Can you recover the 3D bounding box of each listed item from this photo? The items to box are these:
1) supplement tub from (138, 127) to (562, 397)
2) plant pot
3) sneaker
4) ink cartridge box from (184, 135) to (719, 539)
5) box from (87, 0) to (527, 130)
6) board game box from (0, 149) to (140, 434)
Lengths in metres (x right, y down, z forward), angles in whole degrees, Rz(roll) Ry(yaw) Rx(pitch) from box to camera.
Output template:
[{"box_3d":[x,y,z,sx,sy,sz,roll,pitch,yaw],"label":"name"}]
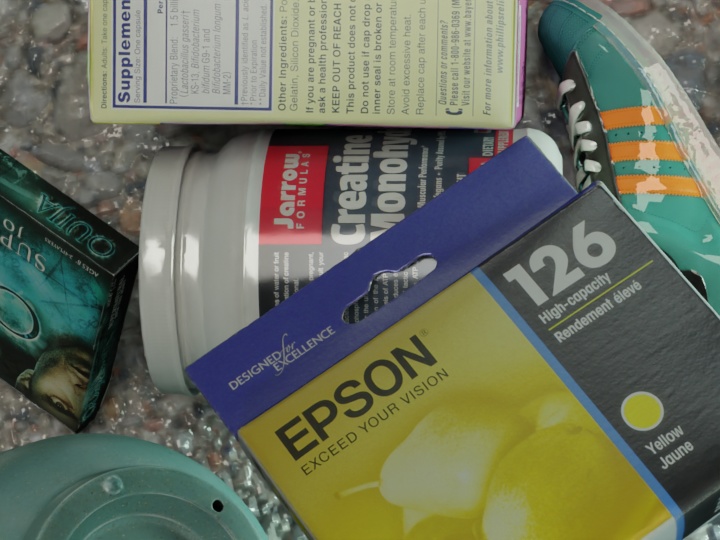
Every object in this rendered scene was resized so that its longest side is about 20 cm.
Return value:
[{"box_3d":[0.000,0.000,1.000,0.199,0.140,0.141,0,77,5],"label":"supplement tub"},{"box_3d":[-0.115,0.162,0.936,0.200,0.134,0.201,8,69,-22],"label":"plant pot"},{"box_3d":[0.137,-0.049,1.034,0.080,0.071,0.200,-31,78,-6],"label":"sneaker"},{"box_3d":[0.053,0.052,0.866,0.197,0.047,0.200,-35,66,-10],"label":"ink cartridge box"},{"box_3d":[-0.018,-0.120,1.001,0.199,0.176,0.097,2,96,5],"label":"box"},{"box_3d":[-0.205,-0.017,1.030,0.200,0.135,0.028,34,49,13],"label":"board game box"}]
